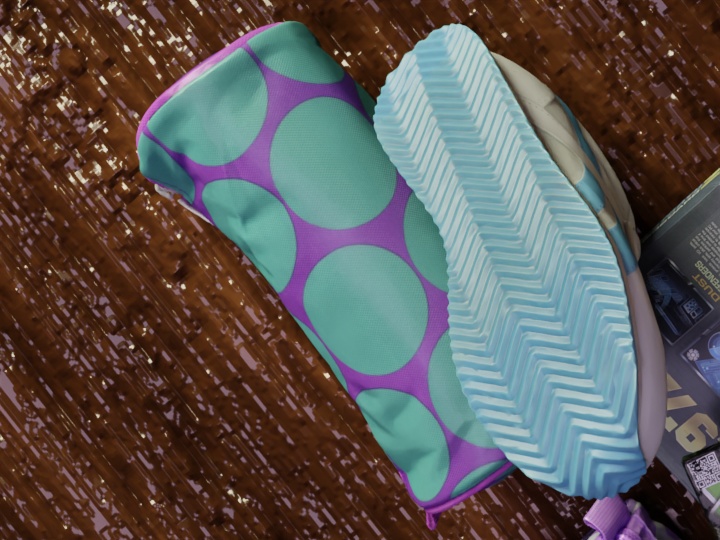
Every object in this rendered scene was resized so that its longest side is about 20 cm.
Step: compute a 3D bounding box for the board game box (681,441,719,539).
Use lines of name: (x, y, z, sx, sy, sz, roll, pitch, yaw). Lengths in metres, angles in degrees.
board game box: (0.226, 0.073, 0.773, 0.200, 0.023, 0.105, -26, 88, 9)

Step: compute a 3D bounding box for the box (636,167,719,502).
box: (0.195, 0.043, 0.830, 0.200, 0.051, 0.158, 47, 112, 2)

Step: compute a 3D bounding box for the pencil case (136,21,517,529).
pencil case: (0.000, 0.000, 0.867, 0.092, 0.085, 0.200, -39, 90, 23)

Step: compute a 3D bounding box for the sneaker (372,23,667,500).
sneaker: (0.072, -0.003, 0.793, 0.076, 0.081, 0.200, -38, 48, 25)

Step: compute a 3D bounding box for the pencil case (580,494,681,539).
pencil case: (0.152, 0.175, 0.859, 0.200, 0.084, 0.086, 38, 146, 5)
